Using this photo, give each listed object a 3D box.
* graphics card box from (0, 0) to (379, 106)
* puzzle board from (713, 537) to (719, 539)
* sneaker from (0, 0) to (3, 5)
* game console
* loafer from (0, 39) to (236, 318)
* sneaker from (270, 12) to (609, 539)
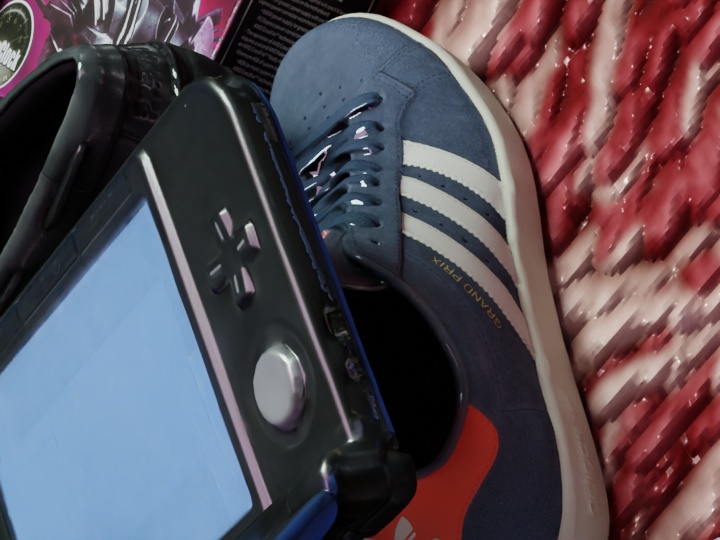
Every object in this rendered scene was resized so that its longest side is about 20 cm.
[{"bbox_3d":[-0.069,-0.050,0.907,0.125,0.051,0.200,35,102,50],"label":"graphics card box"},{"bbox_3d":[0.108,0.141,0.642,0.151,0.017,0.200,-28,53,39],"label":"puzzle board"},{"bbox_3d":[-0.168,-0.088,1.011,0.200,0.080,0.089,24,100,66],"label":"sneaker"},{"bbox_3d":[-0.087,0.073,0.719,0.200,0.118,0.171,-46,58,47],"label":"game console"},{"bbox_3d":[-0.114,-0.004,0.843,0.200,0.070,0.068,-36,50,34],"label":"loafer"},{"bbox_3d":[0.000,0.000,0.776,0.075,0.084,0.200,-45,44,26],"label":"sneaker"}]
